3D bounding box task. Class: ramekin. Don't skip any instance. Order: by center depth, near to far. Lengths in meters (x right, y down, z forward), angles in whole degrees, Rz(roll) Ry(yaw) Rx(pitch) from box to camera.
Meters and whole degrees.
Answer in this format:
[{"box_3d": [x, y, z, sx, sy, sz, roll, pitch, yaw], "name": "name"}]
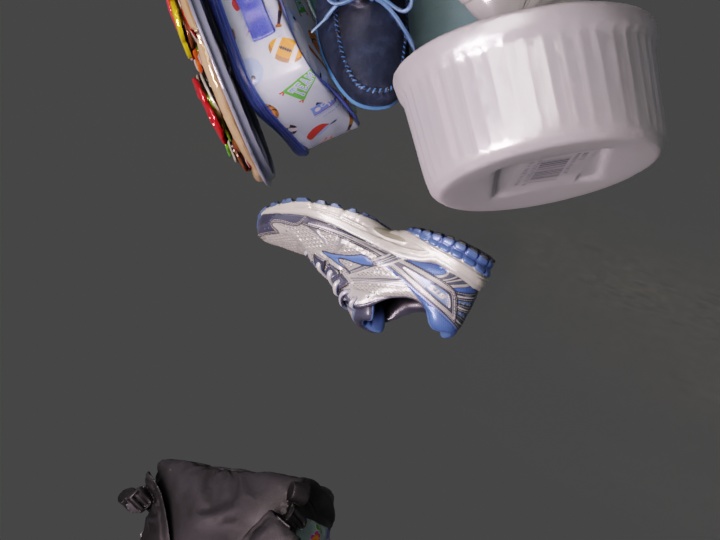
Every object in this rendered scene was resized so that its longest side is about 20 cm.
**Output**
[{"box_3d": [0.129, -0.114, 1.383, 0.199, 0.200, 0.098, -14, 76, 17], "name": "ramekin"}]

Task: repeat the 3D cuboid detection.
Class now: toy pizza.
[{"box_3d": [-0.116, -0.157, 1.486, 0.032, 0.200, 0.201, -22, 67, 1], "name": "toy pizza"}]

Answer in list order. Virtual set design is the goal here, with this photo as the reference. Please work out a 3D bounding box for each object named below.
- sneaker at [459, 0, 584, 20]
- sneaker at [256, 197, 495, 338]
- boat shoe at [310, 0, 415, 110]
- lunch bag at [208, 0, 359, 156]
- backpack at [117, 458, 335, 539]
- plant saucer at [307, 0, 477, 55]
[{"box_3d": [0.147, -0.233, 1.454, 0.100, 0.075, 0.200, 52, 52, -5], "name": "sneaker"}, {"box_3d": [0.000, 0.000, 1.464, 0.199, 0.077, 0.086, 16, 84, 25], "name": "sneaker"}, {"box_3d": [-0.002, -0.223, 1.448, 0.084, 0.069, 0.201, -5, 67, -17], "name": "boat shoe"}, {"box_3d": [-0.074, -0.202, 1.506, 0.075, 0.160, 0.201, -27, 67, 11], "name": "lunch bag"}, {"box_3d": [-0.097, 0.250, 1.396, 0.166, 0.126, 0.201, 1, 75, 34], "name": "backpack"}, {"box_3d": [0.052, -0.237, 1.512, 0.199, 0.027, 0.201, 0, 67, 0], "name": "plant saucer"}]
